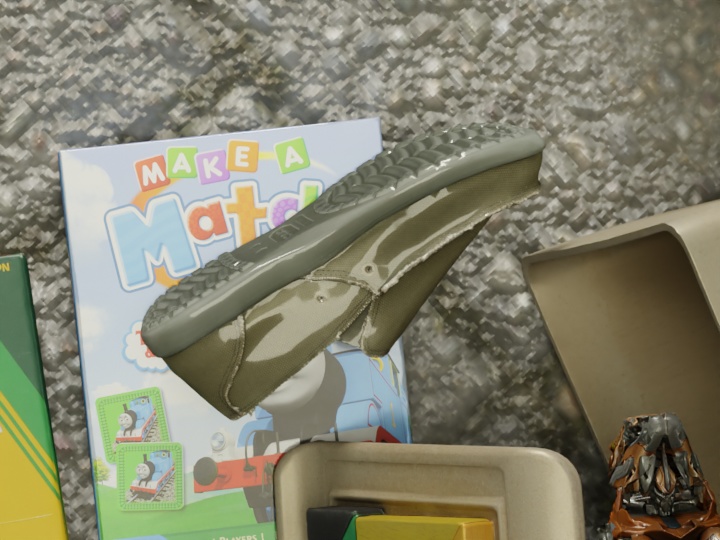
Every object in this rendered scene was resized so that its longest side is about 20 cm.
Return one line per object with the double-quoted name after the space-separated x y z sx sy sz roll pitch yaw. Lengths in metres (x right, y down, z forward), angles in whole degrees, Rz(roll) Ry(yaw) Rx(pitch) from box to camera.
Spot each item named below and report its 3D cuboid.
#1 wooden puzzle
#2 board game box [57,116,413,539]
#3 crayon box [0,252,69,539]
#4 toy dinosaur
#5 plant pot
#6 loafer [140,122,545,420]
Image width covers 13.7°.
0.025 0.168 1.286 0.037 0.200 0.186 -3 90 -36 "wooden puzzle"
-0.055 0.037 1.386 0.150 0.037 0.201 -6 90 -5 "board game box"
-0.237 0.092 1.359 0.199 0.058 0.174 -9 91 -5 "crayon box"
0.142 0.161 1.262 0.102 0.136 0.201 -24 89 -11 "toy dinosaur"
0.215 0.043 1.339 0.176 0.200 0.201 -25 93 -16 "plant pot"
0.000 0.000 1.344 0.199 0.075 0.070 -30 105 -1 "loafer"
